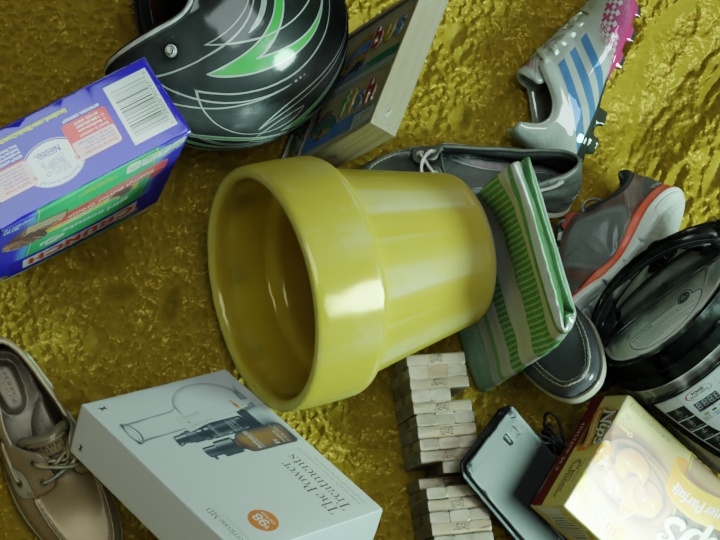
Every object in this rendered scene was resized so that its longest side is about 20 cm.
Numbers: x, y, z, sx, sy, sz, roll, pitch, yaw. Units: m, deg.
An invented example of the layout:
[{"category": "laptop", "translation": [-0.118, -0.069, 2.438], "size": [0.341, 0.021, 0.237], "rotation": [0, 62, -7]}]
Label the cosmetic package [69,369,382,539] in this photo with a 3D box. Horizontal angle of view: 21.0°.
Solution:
[{"category": "cosmetic package", "translation": [-0.104, 0.161, 1.500], "size": [0.150, 0.052, 0.200], "rotation": [-14, 41, -43]}]

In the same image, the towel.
[{"category": "towel", "translation": [0.114, 0.007, 1.603], "size": [0.023, 0.200, 0.153], "rotation": [-12, 78, -22]}]

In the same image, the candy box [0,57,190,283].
[{"category": "candy box", "translation": [-0.236, -0.071, 1.530], "size": [0.169, 0.200, 0.077], "rotation": [-29, 86, -19]}]

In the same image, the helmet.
[{"category": "helmet", "translation": [-0.109, -0.193, 1.607], "size": [0.199, 0.200, 0.192], "rotation": [7, 76, -13]}]

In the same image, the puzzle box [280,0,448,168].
[{"category": "puzzle box", "translation": [-0.002, -0.150, 1.615], "size": [0.025, 0.200, 0.134], "rotation": [28, 69, -18]}]

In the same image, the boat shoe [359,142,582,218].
[{"category": "boat shoe", "translation": [0.096, -0.086, 1.688], "size": [0.199, 0.057, 0.067], "rotation": [3, 53, -11]}]

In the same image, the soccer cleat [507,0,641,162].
[{"category": "soccer cleat", "translation": [0.191, -0.192, 1.747], "size": [0.086, 0.070, 0.201], "rotation": [22, 71, -9]}]

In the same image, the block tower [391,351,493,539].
[{"category": "block tower", "translation": [0.070, 0.172, 1.625], "size": [0.058, 0.054, 0.201], "rotation": [-3, 77, -15]}]

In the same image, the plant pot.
[{"category": "plant pot", "translation": [0.000, 0.000, 1.583], "size": [0.188, 0.201, 0.202], "rotation": [-11, 78, -27]}]

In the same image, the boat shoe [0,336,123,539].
[{"category": "boat shoe", "translation": [-0.251, 0.146, 1.539], "size": [0.071, 0.065, 0.200], "rotation": [-30, 85, -20]}]

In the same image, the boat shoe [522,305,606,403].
[{"category": "boat shoe", "translation": [0.140, 0.027, 1.632], "size": [0.073, 0.063, 0.200], "rotation": [-34, 50, 10]}]

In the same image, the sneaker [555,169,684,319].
[{"category": "sneaker", "translation": [0.199, -0.007, 1.712], "size": [0.082, 0.077, 0.200], "rotation": [35, 72, 29]}]

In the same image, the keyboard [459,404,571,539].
[{"category": "keyboard", "translation": [0.162, 0.201, 1.642], "size": [0.200, 0.040, 0.104], "rotation": [51, 63, -18]}]

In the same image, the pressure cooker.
[{"category": "pressure cooker", "translation": [0.297, 0.057, 1.639], "size": [0.200, 0.179, 0.176], "rotation": [43, 75, -16]}]

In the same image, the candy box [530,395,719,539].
[{"category": "candy box", "translation": [0.249, 0.210, 1.635], "size": [0.200, 0.055, 0.116], "rotation": [42, 68, -19]}]
